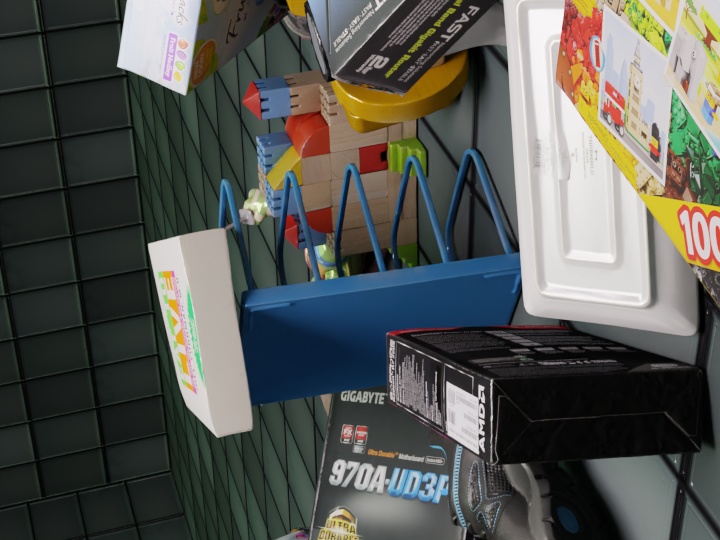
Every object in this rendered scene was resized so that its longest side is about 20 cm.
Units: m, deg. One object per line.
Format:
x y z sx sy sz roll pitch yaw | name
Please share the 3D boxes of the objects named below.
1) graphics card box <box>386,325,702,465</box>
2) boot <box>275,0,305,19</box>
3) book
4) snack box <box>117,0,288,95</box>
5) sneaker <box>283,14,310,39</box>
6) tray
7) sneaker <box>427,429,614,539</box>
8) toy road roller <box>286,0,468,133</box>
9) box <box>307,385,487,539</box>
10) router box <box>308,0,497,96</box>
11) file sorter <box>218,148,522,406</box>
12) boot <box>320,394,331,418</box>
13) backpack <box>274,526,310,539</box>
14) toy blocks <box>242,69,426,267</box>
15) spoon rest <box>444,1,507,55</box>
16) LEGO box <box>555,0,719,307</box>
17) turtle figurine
0.100 0.068 0.860 0.200 0.124 0.051 -167 76 -74 | graphics card box
-0.024 -0.226 1.193 0.200 0.095 0.074 130 133 -71 | boot
-0.111 0.040 1.051 0.200 0.048 0.135 178 83 -78 | book
-0.102 -0.251 1.128 0.200 0.067 0.170 -50 -21 -54 | snack box
-0.038 -0.278 1.261 0.088 0.073 0.201 -107 19 -49 | sneaker
0.121 -0.063 0.770 0.107 0.022 0.202 7 111 37 | tray
0.106 0.160 0.961 0.082 0.073 0.201 -42 45 26 | sneaker
0.009 -0.192 1.056 0.146 0.122 0.201 81 171 -59 | toy road roller
0.038 0.166 1.113 0.199 0.046 0.161 -1 77 56 | box
0.040 -0.221 0.843 0.200 0.062 0.151 -43 55 39 | router box
0.000 0.000 1.070 0.139 0.198 0.124 101 158 -56 | file sorter
0.009 0.162 1.441 0.147 0.070 0.201 85 167 -47 | boot
-0.037 0.343 1.462 0.153 0.198 0.178 -17 82 60 | backpack
-0.025 -0.088 1.222 0.100 0.135 0.202 -121 24 -54 | toy blocks
0.119 -0.088 0.846 0.201 0.060 0.100 55 156 31 | spoon rest
0.160 -0.091 0.605 0.201 0.076 0.150 -116 20 -47 | LEGO box
-0.066 -0.003 1.382 0.144 0.200 0.194 40 -175 4 | turtle figurine
